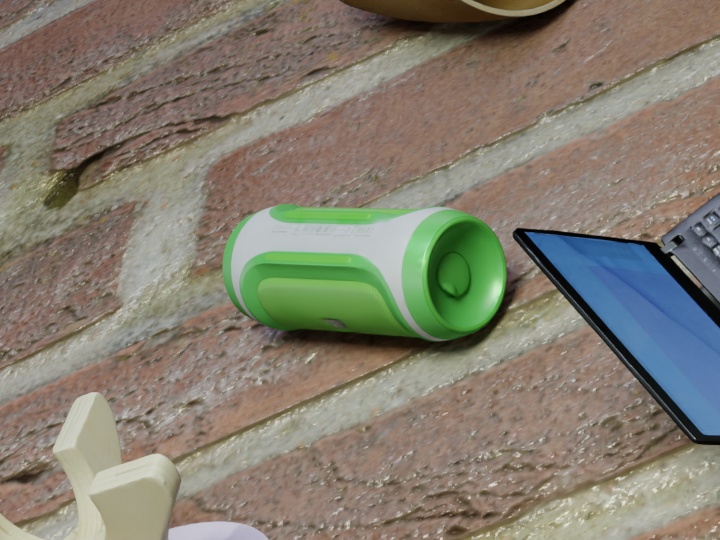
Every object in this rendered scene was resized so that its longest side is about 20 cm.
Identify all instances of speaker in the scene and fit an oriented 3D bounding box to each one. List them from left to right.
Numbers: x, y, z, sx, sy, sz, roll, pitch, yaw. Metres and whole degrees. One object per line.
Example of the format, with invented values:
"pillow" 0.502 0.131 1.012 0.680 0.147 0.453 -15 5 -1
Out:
"speaker" 0.000 0.000 1.681 0.199 0.089 0.089 2 46 49

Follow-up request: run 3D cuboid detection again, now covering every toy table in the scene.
"toy table" -0.155 0.173 1.562 0.199 0.117 0.184 -25 30 21

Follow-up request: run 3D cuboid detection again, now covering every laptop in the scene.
"laptop" 0.215 -0.003 1.374 0.200 0.103 0.177 -37 52 -3

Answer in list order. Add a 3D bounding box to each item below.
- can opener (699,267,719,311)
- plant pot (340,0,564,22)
"can opener" 0.248 -0.021 1.496 0.200 0.053 0.067 -48 -1 -20
"plant pot" 0.049 -0.261 1.943 0.187 0.187 0.200 -51 20 -26
